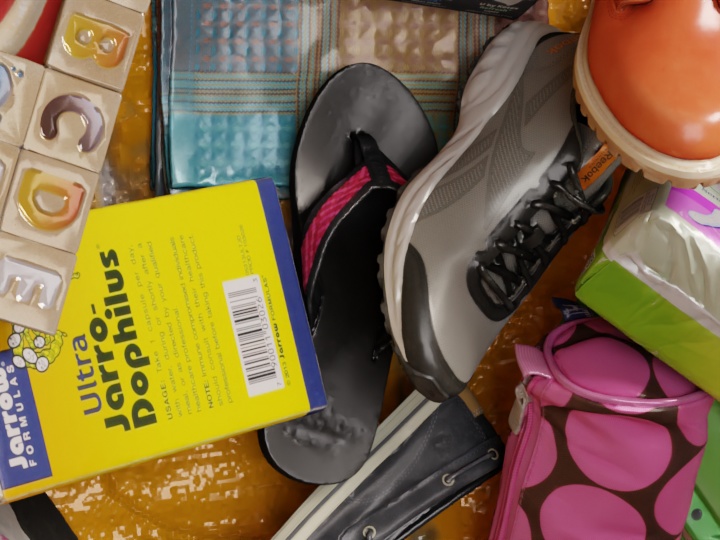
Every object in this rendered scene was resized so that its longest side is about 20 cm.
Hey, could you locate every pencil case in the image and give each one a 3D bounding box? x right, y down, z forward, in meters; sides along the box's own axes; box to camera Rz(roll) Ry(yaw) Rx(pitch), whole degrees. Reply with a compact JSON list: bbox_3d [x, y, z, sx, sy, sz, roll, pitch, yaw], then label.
[{"bbox_3d":[0.101,0.118,1.203,0.093,0.091,0.201,-3,121,-21],"label":"pencil case"}]

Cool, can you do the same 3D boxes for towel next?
[{"bbox_3d":[-0.003,-0.108,1.220,0.199,0.022,0.147,-2,95,-17],"label":"towel"}]

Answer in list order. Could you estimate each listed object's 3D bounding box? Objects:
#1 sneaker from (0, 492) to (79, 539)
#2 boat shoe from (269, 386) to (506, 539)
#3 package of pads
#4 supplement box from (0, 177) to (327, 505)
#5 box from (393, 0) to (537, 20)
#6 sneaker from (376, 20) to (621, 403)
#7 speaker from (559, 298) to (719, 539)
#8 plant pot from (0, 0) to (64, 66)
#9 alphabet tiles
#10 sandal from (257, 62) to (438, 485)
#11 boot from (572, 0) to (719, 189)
[{"bbox_3d":[-0.193,0.122,1.161,0.086,0.080,0.200,-28,108,14],"label":"sneaker"},{"bbox_3d":[-0.006,0.134,1.208,0.062,0.075,0.200,44,75,5],"label":"boat shoe"},{"bbox_3d":[0.203,0.016,1.174,0.200,0.155,0.068,37,119,-4],"label":"package of pads"},{"bbox_3d":[-0.126,0.033,1.092,0.200,0.109,0.110,-13,89,-50],"label":"supplement box"},{"bbox_3d":[0.059,-0.203,1.127,0.106,0.200,0.123,7,75,-17],"label":"box"},{"bbox_3d":[0.070,-0.031,1.166,0.074,0.079,0.201,50,57,-45],"label":"sneaker"},{"bbox_3d":[0.181,0.089,1.260,0.088,0.088,0.200,-38,104,-11],"label":"speaker"},{"bbox_3d":[-0.205,-0.135,1.073,0.200,0.182,0.201,-2,96,-19],"label":"plant pot"},{"bbox_3d":[-0.176,-0.062,0.974,0.167,0.008,0.201,18,81,-20],"label":"alphabet tiles"},{"bbox_3d":[0.000,0.000,1.181,0.075,0.045,0.201,14,76,-17],"label":"sandal"},{"bbox_3d":[0.138,-0.132,1.108,0.075,0.107,0.201,6,52,-8],"label":"boot"}]
